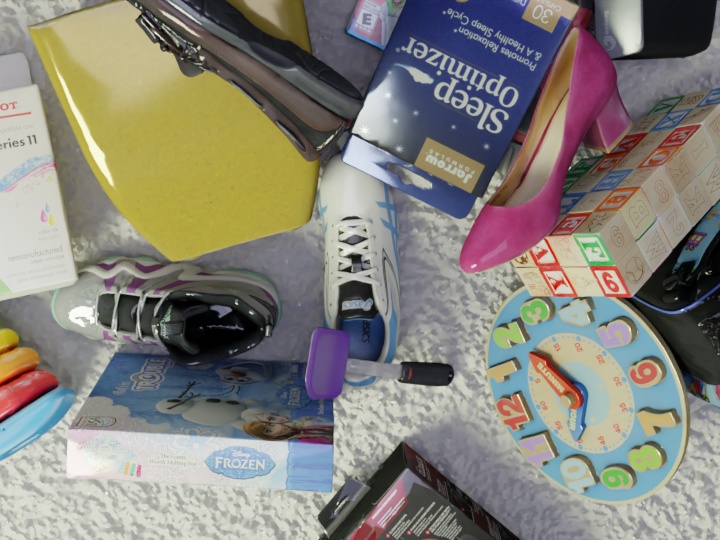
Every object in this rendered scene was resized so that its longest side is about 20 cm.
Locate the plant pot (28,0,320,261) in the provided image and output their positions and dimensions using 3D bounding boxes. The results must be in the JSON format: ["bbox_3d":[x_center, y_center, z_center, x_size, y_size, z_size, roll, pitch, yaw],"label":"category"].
[{"bbox_3d":[-0.120,-0.124,0.937,0.193,0.194,0.203,-14,105,1],"label":"plant pot"}]

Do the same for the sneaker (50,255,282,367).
[{"bbox_3d":[-0.164,0.035,0.982,0.197,0.140,0.079,-2,101,-2],"label":"sneaker"}]

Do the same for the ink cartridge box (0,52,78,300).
[{"bbox_3d":[-0.304,-0.078,0.966,0.116,0.067,0.203,-12,89,-15],"label":"ink cartridge box"}]

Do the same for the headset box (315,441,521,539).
[{"bbox_3d":[0.051,0.264,1.064,0.199,0.075,0.149,39,97,-8],"label":"headset box"}]

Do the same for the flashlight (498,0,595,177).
[{"bbox_3d":[0.164,-0.171,0.989,0.067,0.067,0.203,27,108,38],"label":"flashlight"}]

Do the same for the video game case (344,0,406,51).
[{"bbox_3d":[0.090,-0.262,0.999,0.142,0.018,0.202,23,99,-5],"label":"video game case"}]

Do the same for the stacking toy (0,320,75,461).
[{"bbox_3d":[-0.337,0.062,1.012,0.115,0.110,0.201,-33,89,-11],"label":"stacking toy"}]

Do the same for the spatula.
[{"bbox_3d":[0.019,0.083,0.995,0.199,0.020,0.057,11,88,-47],"label":"spatula"}]

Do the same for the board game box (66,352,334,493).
[{"bbox_3d":[-0.119,0.117,0.969,0.196,0.200,0.044,3,102,-3],"label":"board game box"}]

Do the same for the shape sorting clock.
[{"bbox_3d":[0.183,0.102,1.000,0.039,0.199,0.203,-25,103,-37],"label":"shape sorting clock"}]

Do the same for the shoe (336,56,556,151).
[{"bbox_3d":[0.053,-0.173,0.969,0.198,0.072,0.092,-22,102,24],"label":"shoe"}]

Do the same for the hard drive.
[{"bbox_3d":[0.240,-0.271,0.955,0.134,0.042,0.203,-10,104,-41],"label":"hard drive"}]

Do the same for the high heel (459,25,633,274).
[{"bbox_3d":[0.129,-0.091,0.912,0.200,0.067,0.096,-43,120,-13],"label":"high heel"}]

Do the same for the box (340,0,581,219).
[{"bbox_3d":[0.070,-0.141,0.922,0.120,0.032,0.202,25,117,-1],"label":"box"}]

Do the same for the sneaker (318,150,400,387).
[{"bbox_3d":[0.000,0.000,1.017,0.071,0.073,0.203,-4,99,1],"label":"sneaker"}]

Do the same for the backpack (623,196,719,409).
[{"bbox_3d":[0.308,-0.009,0.978,0.199,0.182,0.135,-39,108,-7],"label":"backpack"}]

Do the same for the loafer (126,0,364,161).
[{"bbox_3d":[-0.092,-0.141,0.803,0.199,0.072,0.063,30,110,-17],"label":"loafer"}]

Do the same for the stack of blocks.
[{"bbox_3d":[0.219,-0.063,0.959,0.200,0.115,0.059,-42,111,-26],"label":"stack of blocks"}]
